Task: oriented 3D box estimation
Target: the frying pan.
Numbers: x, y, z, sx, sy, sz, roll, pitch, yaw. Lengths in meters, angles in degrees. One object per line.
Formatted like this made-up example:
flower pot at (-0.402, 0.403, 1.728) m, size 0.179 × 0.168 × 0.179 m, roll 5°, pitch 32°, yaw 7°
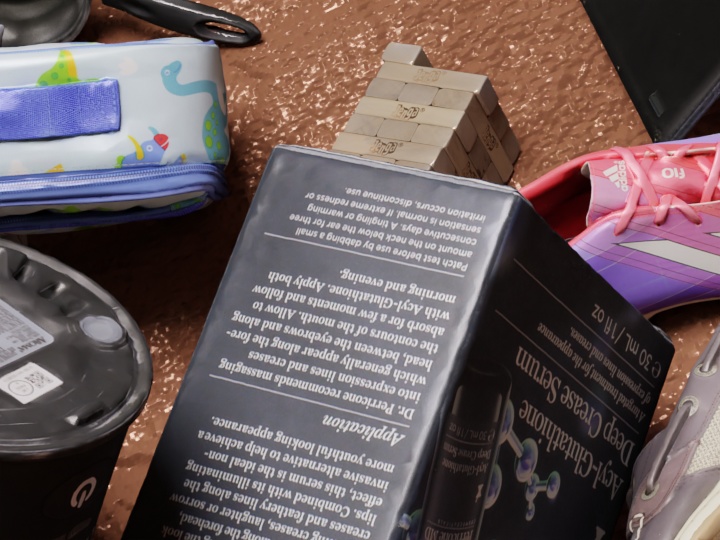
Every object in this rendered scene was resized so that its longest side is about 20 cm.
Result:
frying pan at (-0.147, -0.151, 1.257) m, size 0.189 × 0.115 × 0.031 m, roll -4°, pitch 45°, yaw 24°

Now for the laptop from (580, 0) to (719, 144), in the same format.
laptop at (0.203, -0.148, 1.125) m, size 0.200 × 0.116 × 0.188 m, roll -51°, pitch 29°, yaw 21°

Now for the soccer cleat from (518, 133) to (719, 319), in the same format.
soccer cleat at (0.126, -0.024, 1.042) m, size 0.199 × 0.073 × 0.068 m, roll -21°, pitch 47°, yaw 11°

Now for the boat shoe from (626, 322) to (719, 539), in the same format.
boat shoe at (0.130, 0.084, 0.961) m, size 0.065 × 0.072 × 0.200 m, roll 8°, pitch 60°, yaw 46°

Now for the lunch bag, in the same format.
lunch bag at (-0.155, -0.055, 1.126) m, size 0.199 × 0.161 × 0.083 m, roll -4°, pitch 89°, yaw -5°

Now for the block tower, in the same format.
block tower at (0.000, 0.000, 1.101) m, size 0.058 × 0.054 × 0.201 m, roll 11°, pitch 60°, yaw 32°

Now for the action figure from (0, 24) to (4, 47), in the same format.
action figure at (-0.243, -0.090, 1.254) m, size 0.119 × 0.199 × 0.102 m, roll -61°, pitch 9°, yaw 5°

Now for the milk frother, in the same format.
milk frother at (-0.193, 0.074, 0.877) m, size 0.180 × 0.189 × 0.200 m, roll -8°, pitch 40°, yaw -39°

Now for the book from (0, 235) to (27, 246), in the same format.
book at (-0.203, 0.067, 1.161) m, size 0.133 × 0.048 × 0.201 m, roll -18°, pitch 47°, yaw 5°

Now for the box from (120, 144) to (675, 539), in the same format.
box at (0.010, 0.081, 0.936) m, size 0.107 × 0.148 × 0.201 m, roll 13°, pitch 75°, yaw 33°
